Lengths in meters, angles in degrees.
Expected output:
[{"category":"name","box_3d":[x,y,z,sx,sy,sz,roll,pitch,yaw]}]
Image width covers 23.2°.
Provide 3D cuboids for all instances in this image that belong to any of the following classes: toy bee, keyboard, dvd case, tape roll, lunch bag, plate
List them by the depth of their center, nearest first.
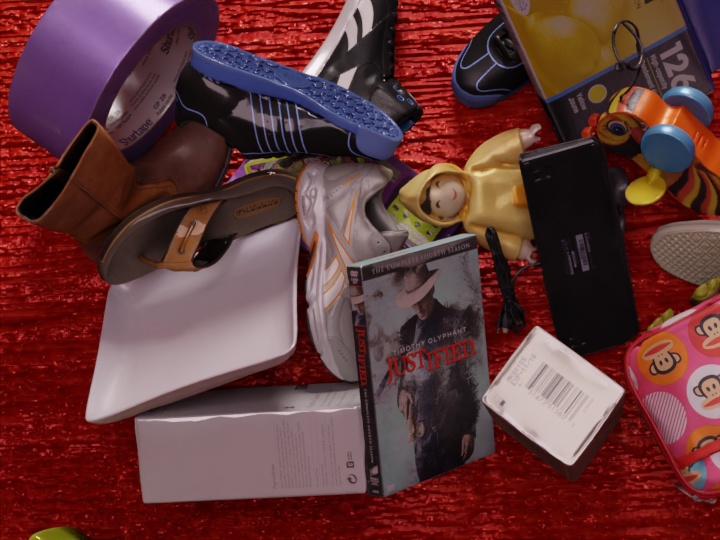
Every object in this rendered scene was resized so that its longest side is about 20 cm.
[{"category":"lunch bag","box_3d":[0.335,0.101,1.456,0.199,0.082,0.177,-28,78,13]},{"category":"dvd case","box_3d":[0.054,0.079,1.508,0.022,0.146,0.201,4,104,46]},{"category":"toy bee","box_3d":[0.254,-0.125,1.532,0.131,0.109,0.201,-33,100,-39]},{"category":"keyboard","box_3d":[0.169,-0.012,1.539,0.126,0.021,0.201,-15,112,-2]},{"category":"plate","box_3d":[-0.140,0.049,1.552,0.199,0.200,0.032,-20,123,13]},{"category":"tape roll","box_3d":[-0.220,-0.185,1.579,0.085,0.200,0.200,34,86,11]}]

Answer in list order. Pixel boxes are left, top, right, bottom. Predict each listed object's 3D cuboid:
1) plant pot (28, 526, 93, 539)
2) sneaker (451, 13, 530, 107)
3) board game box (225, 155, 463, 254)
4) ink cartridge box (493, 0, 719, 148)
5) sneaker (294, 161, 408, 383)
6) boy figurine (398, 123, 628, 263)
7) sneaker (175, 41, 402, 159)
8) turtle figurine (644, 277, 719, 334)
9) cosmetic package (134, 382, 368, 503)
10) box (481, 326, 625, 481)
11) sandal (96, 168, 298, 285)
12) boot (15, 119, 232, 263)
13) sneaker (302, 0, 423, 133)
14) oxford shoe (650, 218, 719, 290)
[{"category":"plant pot","box_3d":[-0.239,0.349,1.498,0.181,0.199,0.201,30,85,4]},{"category":"sneaker","box_3d":[0.162,-0.229,1.600,0.200,0.078,0.070,-40,78,-1]},{"category":"board game box","box_3d":[-0.012,-0.063,1.620,0.200,0.032,0.120,38,83,12]},{"category":"ink cartridge box","box_3d":[0.235,-0.223,1.552,0.199,0.047,0.198,-28,117,3]},{"category":"sneaker","box_3d":[0.000,0.000,1.551,0.092,0.076,0.201,-6,95,17]},{"category":"boy figurine","box_3d":[0.135,-0.070,1.561,0.199,0.064,0.125,6,101,-6]},{"category":"sneaker","box_3d":[-0.065,-0.129,1.532,0.199,0.070,0.078,23,116,1]},{"category":"turtle figurine","box_3d":[0.335,0.088,1.531,0.200,0.064,0.162,-38,73,8]},{"category":"cosmetic package","box_3d":[-0.089,0.150,1.544,0.199,0.113,0.082,-2,97,4]},{"category":"box","box_3d":[0.164,0.116,1.478,0.095,0.200,0.078,36,86,11]},{"category":"sandal","box_3d":[-0.140,-0.030,1.572,0.199,0.082,0.055,-18,56,-7]},{"category":"boot","box_3d":[-0.206,-0.097,1.560,0.188,0.200,0.068,-46,67,-1]},{"category":"sneaker","box_3d":[0.021,-0.190,1.613,0.112,0.073,0.201,30,76,6]},{"category":"oxford shoe","box_3d":[0.358,-0.025,1.554,0.199,0.075,0.058,-1,44,15]}]
